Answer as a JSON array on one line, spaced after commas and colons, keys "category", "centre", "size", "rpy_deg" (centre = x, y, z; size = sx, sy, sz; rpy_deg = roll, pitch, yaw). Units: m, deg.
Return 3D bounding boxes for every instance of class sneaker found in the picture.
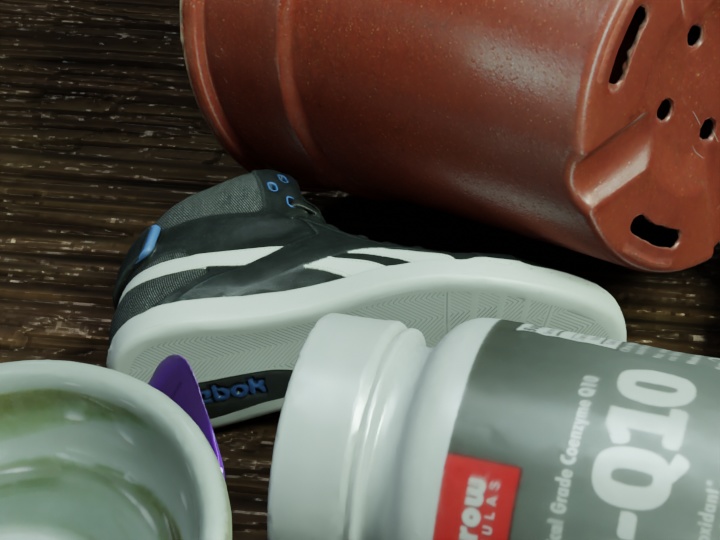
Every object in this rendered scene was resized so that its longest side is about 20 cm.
[{"category": "sneaker", "centre": [0.000, 0.000, 1.116], "size": [0.199, 0.073, 0.112], "rpy_deg": [-3, 38, -2]}]

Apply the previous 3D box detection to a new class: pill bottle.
[{"category": "pill bottle", "centre": [0.075, 0.079, 0.975], "size": [0.199, 0.114, 0.114], "rpy_deg": [10, 37, 13]}]

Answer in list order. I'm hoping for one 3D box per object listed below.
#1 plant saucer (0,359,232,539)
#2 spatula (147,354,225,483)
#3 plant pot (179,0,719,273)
[{"category": "plant saucer", "centre": [-0.130, 0.120, 0.946], "size": [0.199, 0.050, 0.201], "rpy_deg": [-13, 44, 12]}, {"category": "spatula", "centre": [-0.028, 0.115, 0.948], "size": [0.020, 0.057, 0.200], "rpy_deg": [-14, 59, -39]}, {"category": "plant pot", "centre": [0.066, -0.098, 1.124], "size": [0.200, 0.202, 0.195], "rpy_deg": [-29, 38, -34]}]
